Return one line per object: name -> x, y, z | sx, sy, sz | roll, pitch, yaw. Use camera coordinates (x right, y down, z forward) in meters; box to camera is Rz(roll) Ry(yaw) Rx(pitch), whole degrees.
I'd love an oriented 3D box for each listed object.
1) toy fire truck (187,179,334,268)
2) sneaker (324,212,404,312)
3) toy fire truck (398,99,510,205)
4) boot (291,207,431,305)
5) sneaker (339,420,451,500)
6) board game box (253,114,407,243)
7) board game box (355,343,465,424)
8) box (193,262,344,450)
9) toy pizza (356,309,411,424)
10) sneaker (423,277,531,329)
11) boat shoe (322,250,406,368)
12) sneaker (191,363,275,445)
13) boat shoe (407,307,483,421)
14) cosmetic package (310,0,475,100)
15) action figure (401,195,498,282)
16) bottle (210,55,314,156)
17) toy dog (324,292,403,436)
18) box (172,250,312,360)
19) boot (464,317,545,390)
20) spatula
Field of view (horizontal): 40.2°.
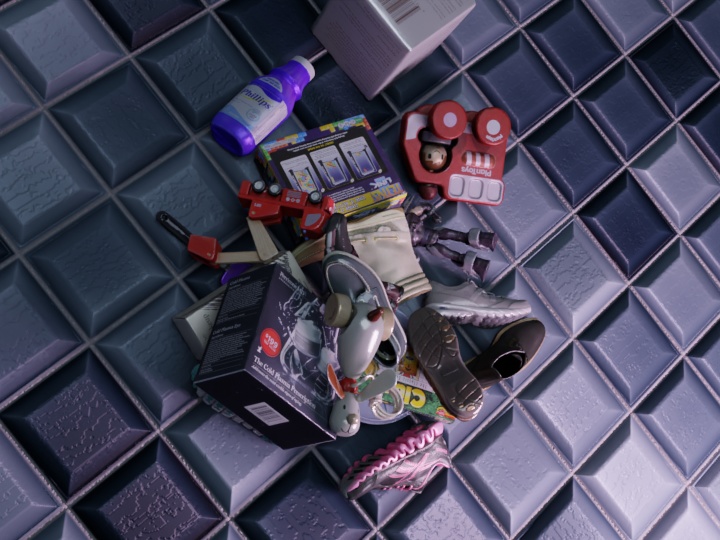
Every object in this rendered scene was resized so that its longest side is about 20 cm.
toy fire truck -> -0.149, -0.063, 1.502 | 0.200, 0.049, 0.141 | 12, 74, 7
sneaker -> 0.009, 0.005, 1.502 | 0.115, 0.076, 0.200 | 1, 117, 9
toy fire truck -> 0.163, -0.201, 1.701 | 0.200, 0.112, 0.168 | 5, 93, -19
boot -> 0.000, 0.000, 1.576 | 0.200, 0.072, 0.155 | -20, 84, -6
sneaker -> 0.062, 0.316, 1.541 | 0.200, 0.079, 0.095 | -27, 98, -24
board game box -> -0.049, -0.153, 1.612 | 0.200, 0.057, 0.165 | -20, 73, -24
board game box -> 0.068, 0.167, 1.569 | 0.200, 0.023, 0.105 | 19, 69, -16
box -> -0.114, 0.125, 1.409 | 0.200, 0.104, 0.182 | 43, 44, -35
toy pizza -> 0.019, 0.149, 1.585 | 0.200, 0.032, 0.200 | 7, 71, -21
sneaker -> 0.199, 0.049, 1.658 | 0.200, 0.075, 0.082 | 4, 67, -24
boat shoe -> 0.007, 0.060, 1.456 | 0.200, 0.073, 0.062 | 58, 20, -21
sneaker -> -0.162, 0.186, 1.490 | 0.200, 0.078, 0.091 | 35, 60, -18
boat shoe -> 0.127, 0.152, 1.549 | 0.076, 0.072, 0.200 | -17, 61, -10
cosmetic package -> 0.050, -0.427, 1.658 | 0.166, 0.200, 0.167 | -41, 93, -24
action figure -> 0.123, -0.049, 1.646 | 0.200, 0.069, 0.130 | 19, 78, 10
bottle -> -0.154, -0.274, 1.608 | 0.083, 0.065, 0.200 | 34, 64, 19
toy dog -> 0.004, 0.124, 1.370 | 0.132, 0.096, 0.200 | -10, 85, -25
box -> -0.179, 0.053, 1.507 | 0.200, 0.068, 0.082 | -36, 104, -25
boot -> 0.260, 0.136, 1.622 | 0.200, 0.138, 0.077 | -38, 91, -26
spatula -> -0.238, -0.026, 1.539 | 0.200, 0.021, 0.057 | 38, 72, -7
